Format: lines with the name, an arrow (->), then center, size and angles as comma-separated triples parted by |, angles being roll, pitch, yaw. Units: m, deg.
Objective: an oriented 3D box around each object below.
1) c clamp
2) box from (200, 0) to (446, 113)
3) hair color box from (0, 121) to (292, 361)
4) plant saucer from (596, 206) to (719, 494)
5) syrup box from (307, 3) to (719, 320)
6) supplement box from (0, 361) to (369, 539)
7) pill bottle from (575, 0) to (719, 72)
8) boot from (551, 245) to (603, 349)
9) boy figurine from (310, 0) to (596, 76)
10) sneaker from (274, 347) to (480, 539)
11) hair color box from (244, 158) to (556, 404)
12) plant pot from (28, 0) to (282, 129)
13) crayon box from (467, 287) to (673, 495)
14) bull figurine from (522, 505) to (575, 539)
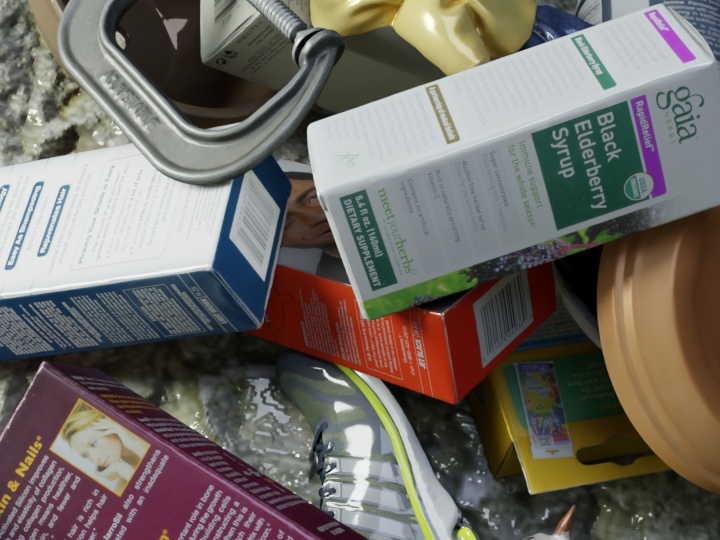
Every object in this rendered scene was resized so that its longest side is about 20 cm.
c clamp -> -0.080, -0.143, 0.784 | 0.170, 0.027, 0.200 | -34, 60, -5
box -> -0.001, -0.147, 0.910 | 0.199, 0.068, 0.083 | 18, 57, -34
hair color box -> -0.144, -0.012, 0.798 | 0.199, 0.061, 0.100 | -7, 52, 24
plant saucer -> 0.217, 0.022, 0.766 | 0.199, 0.037, 0.201 | 4, 80, -26
syrup box -> 0.080, -0.056, 0.719 | 0.199, 0.079, 0.082 | -18, 31, 4
supplement box -> -0.094, 0.143, 0.720 | 0.199, 0.086, 0.111 | 31, 90, 11
pill bottle -> 0.206, -0.149, 0.972 | 0.119, 0.120, 0.201 | 8, 56, -5
boot -> 0.140, -0.030, 0.825 | 0.073, 0.095, 0.201 | -34, 60, 21
boy figurine -> 0.064, -0.137, 0.823 | 0.199, 0.065, 0.125 | 16, 38, -7
sneaker -> -0.001, 0.125, 0.786 | 0.081, 0.074, 0.200 | -25, 61, -18
hair color box -> 0.000, 0.000, 0.812 | 0.199, 0.062, 0.101 | 15, 40, 37
plant pot -> -0.138, -0.169, 0.917 | 0.200, 0.093, 0.202 | 20, 57, -33
crayon box -> 0.124, 0.046, 0.870 | 0.125, 0.052, 0.201 | -7, 58, -15
bull figurine -> 0.142, 0.198, 0.732 | 0.200, 0.121, 0.065 | 38, 102, 19
